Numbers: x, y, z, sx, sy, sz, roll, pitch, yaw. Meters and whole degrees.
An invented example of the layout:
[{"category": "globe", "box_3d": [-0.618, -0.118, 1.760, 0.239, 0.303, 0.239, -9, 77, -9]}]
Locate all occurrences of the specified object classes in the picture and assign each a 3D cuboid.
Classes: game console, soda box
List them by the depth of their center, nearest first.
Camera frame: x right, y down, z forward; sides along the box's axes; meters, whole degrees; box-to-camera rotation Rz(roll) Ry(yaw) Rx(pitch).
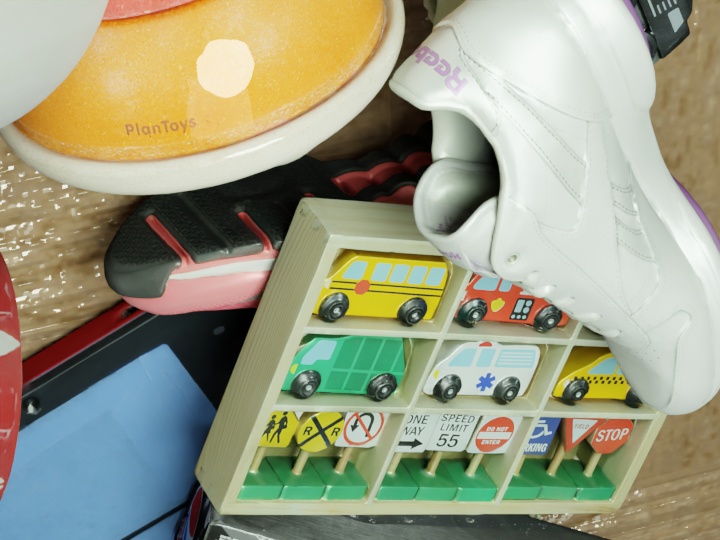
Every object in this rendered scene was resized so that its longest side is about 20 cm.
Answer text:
[{"category": "soda box", "box_3d": [0.024, 0.132, 0.949, 0.198, 0.071, 0.064, 17, 119, -11]}, {"category": "game console", "box_3d": [-0.097, 0.103, 0.974, 0.199, 0.031, 0.177, -30, 121, 4]}]

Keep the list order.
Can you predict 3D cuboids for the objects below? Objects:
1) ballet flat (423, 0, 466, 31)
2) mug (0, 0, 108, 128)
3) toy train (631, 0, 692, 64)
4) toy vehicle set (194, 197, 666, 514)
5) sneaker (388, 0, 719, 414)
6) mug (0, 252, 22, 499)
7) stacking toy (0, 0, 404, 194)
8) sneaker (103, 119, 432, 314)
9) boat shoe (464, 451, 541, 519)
[{"category": "ballet flat", "box_3d": [0.040, -0.112, 0.819, 0.071, 0.072, 0.201, -28, 133, 2]}, {"category": "mug", "box_3d": [-0.160, -0.104, 0.641, 0.148, 0.153, 0.188, -4, 109, 11]}, {"category": "toy train", "box_3d": [0.081, -0.150, 0.839, 0.046, 0.034, 0.201, -31, 133, -1]}, {"category": "toy vehicle set", "box_3d": [0.044, 0.038, 0.907, 0.199, 0.027, 0.125, 3, 121, -34]}, {"category": "sneaker", "box_3d": [0.069, -0.018, 0.824, 0.099, 0.075, 0.201, -36, 125, -13]}, {"category": "mug", "box_3d": [-0.224, 0.021, 0.816, 0.198, 0.134, 0.179, 3, 127, -27]}, {"category": "stacking toy", "box_3d": [-0.071, -0.139, 0.746, 0.145, 0.146, 0.201, -18, 125, -7]}, {"category": "sneaker", "box_3d": [0.000, 0.000, 0.907, 0.198, 0.074, 0.088, -12, 120, -15]}, {"category": "boat shoe", "box_3d": [0.053, 0.110, 1.029, 0.062, 0.071, 0.201, -28, 131, -33]}]
